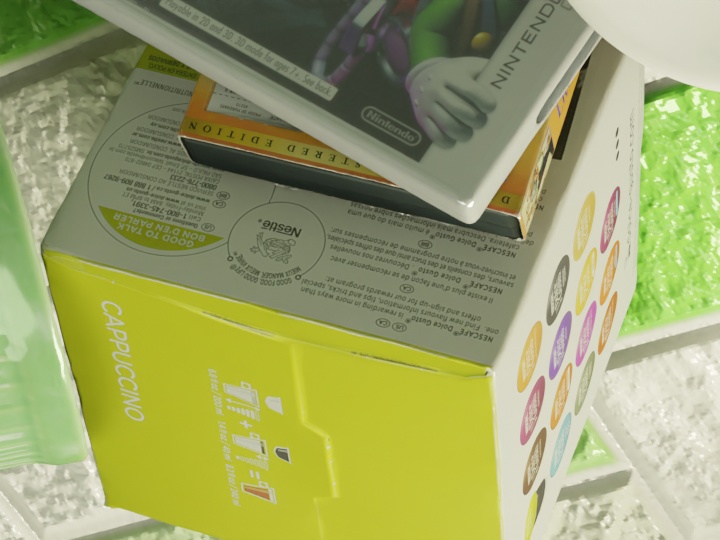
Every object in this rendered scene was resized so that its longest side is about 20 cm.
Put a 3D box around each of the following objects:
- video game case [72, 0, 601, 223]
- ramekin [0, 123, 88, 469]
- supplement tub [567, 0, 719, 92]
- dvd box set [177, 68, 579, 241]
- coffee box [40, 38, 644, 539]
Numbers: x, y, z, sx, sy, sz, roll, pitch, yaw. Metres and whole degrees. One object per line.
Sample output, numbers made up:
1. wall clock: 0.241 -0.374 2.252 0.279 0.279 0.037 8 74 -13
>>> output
1. video game case: 0.010 -0.139 1.164 0.200 0.182 0.023 30 165 19
2. ramekin: -0.189 -0.002 1.250 0.097 0.200 0.200 -16 129 -8
3. supplement tub: 0.155 -0.173 1.060 0.144 0.200 0.145 15 133 17
4. dvd box set: 0.027 -0.120 1.184 0.146 0.201 0.029 13 160 16
5. coffee box: 0.000 0.000 1.274 0.199 0.198 0.200 14 146 15
